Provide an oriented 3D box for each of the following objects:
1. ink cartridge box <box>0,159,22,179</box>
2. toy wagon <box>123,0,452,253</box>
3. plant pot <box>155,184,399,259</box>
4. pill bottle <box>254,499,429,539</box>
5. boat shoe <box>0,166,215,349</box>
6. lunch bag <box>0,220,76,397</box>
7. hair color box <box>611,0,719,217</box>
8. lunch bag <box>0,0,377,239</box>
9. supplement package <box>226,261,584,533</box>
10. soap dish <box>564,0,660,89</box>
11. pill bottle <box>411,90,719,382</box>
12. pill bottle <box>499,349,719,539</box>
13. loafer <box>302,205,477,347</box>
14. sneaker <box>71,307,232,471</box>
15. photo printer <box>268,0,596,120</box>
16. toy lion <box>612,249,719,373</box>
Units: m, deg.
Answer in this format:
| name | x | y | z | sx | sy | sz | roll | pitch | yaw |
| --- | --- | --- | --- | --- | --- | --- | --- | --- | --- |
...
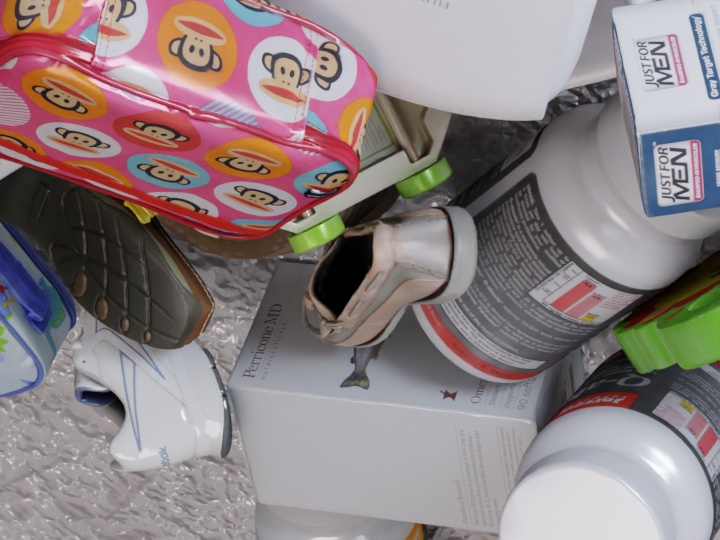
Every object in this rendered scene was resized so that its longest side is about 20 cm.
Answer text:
| name | x | y | z | sx | sy | sz | roll | pitch | yaw |
| --- | --- | --- | --- | --- | --- | --- | --- | --- | --- |
| ink cartridge box | -0.184 | -0.147 | 1.355 | 0.085 | 0.145 | 0.200 | 31 | 140 | -35 |
| toy wagon | -0.047 | -0.089 | 1.354 | 0.200 | 0.040 | 0.155 | -27 | 97 | -6 |
| plant pot | -0.070 | -0.074 | 1.438 | 0.200 | 0.093 | 0.201 | 12 | 137 | 11 |
| pill bottle | -0.010 | 0.190 | 1.678 | 0.116 | 0.117 | 0.200 | 5 | 137 | 17 |
| boat shoe | -0.160 | -0.036 | 1.489 | 0.200 | 0.074 | 0.076 | 43 | 127 | 17 |
| lunch bag | -0.295 | 0.002 | 1.620 | 0.161 | 0.083 | 0.200 | -13 | 129 | 34 |
| hair color box | 0.231 | -0.094 | 1.208 | 0.200 | 0.100 | 0.061 | -8 | 134 | 3 |
| lunch bag | -0.109 | -0.086 | 1.226 | 0.200 | 0.082 | 0.176 | 20 | 158 | -23 |
| supplement package | 0.032 | 0.081 | 1.543 | 0.200 | 0.117 | 0.117 | 5 | 137 | 17 |
| soap dish | 0.073 | -0.185 | 1.267 | 0.157 | 0.081 | 0.200 | -12 | 129 | 32 |
| pill bottle | 0.125 | -0.025 | 1.391 | 0.116 | 0.116 | 0.200 | 35 | 137 | -16 |
| pill bottle | 0.157 | 0.122 | 1.403 | 0.116 | 0.200 | 0.116 | 6 | 108 | 20 |
| loafer | 0.000 | 0.000 | 1.408 | 0.063 | 0.072 | 0.200 | 2 | 167 | -23 |
| sneaker | -0.148 | 0.038 | 1.526 | 0.087 | 0.200 | 0.075 | -18 | 149 | -12 |
| photo printer | 0.039 | -0.163 | 1.189 | 0.166 | 0.070 | 0.200 | 18 | 139 | 4 |
| toy lion | 0.218 | 0.007 | 1.335 | 0.192 | 0.200 | 0.069 | -30 | 93 | 29 |
